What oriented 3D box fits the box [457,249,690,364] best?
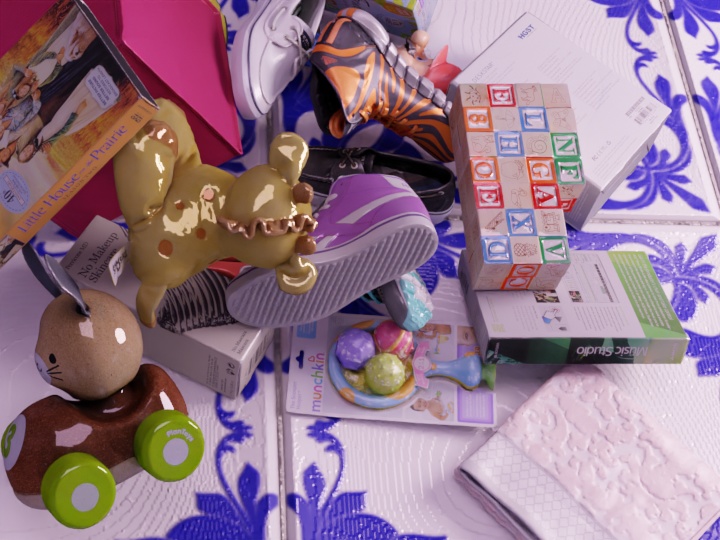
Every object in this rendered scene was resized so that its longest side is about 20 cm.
[{"bbox_3d":[0.204,0.034,1.246,0.197,0.037,0.145,0,36,-7],"label":"box"}]

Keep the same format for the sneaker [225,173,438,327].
[{"bbox_3d":[-0.035,-0.023,1.167,0.198,0.073,0.115,-20,44,-4],"label":"sneaker"}]

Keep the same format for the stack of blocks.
[{"bbox_3d":[0.157,-0.084,1.248,0.113,0.059,0.202,0,63,-8],"label":"stack of blocks"}]

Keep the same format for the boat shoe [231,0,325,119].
[{"bbox_3d":[-0.080,-0.236,1.297,0.066,0.074,0.202,-7,48,19],"label":"boat shoe"}]

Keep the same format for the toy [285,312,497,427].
[{"bbox_3d":[0.033,0.082,1.203,0.197,0.047,0.116,7,52,-5],"label":"toy"}]

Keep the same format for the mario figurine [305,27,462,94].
[{"bbox_3d":[0.021,-0.245,1.400,0.198,0.107,0.124,18,52,7],"label":"mario figurine"}]

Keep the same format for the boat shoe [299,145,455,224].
[{"bbox_3d":[0.004,-0.101,1.323,0.197,0.057,0.069,12,54,-1],"label":"boat shoe"}]

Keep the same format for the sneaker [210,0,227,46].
[{"bbox_3d":[-0.228,-0.311,1.421,0.084,0.075,0.200,-25,62,-33],"label":"sneaker"}]

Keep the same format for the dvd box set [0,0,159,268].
[{"bbox_3d":[-0.273,-0.115,1.054,0.200,0.029,0.147,-42,60,9],"label":"dvd box set"}]

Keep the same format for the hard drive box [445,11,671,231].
[{"bbox_3d":[0.208,-0.165,1.382,0.199,0.077,0.156,38,58,13],"label":"hard drive box"}]

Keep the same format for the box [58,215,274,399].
[{"bbox_3d":[-0.181,0.034,1.190,0.198,0.069,0.083,24,54,8],"label":"box"}]

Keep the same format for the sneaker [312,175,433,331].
[{"bbox_3d":[0.000,0.000,1.232,0.091,0.078,0.201,-38,45,6],"label":"sneaker"}]

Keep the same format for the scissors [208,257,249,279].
[{"bbox_3d":[-0.157,-0.005,1.256,0.197,0.014,0.074,-5,58,-14],"label":"scissors"}]

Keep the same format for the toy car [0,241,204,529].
[{"bbox_3d":[-0.235,0.077,1.037,0.156,0.202,0.164,-24,19,-24],"label":"toy car"}]

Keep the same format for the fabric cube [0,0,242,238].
[{"bbox_3d":[-0.255,-0.189,1.213,0.197,0.200,0.198,-23,54,18],"label":"fabric cube"}]

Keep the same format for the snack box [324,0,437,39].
[{"bbox_3d":[-0.016,-0.328,1.413,0.198,0.169,0.068,20,90,7],"label":"snack box"}]

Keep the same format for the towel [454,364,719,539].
[{"bbox_3d":[0.214,0.193,1.162,0.190,0.032,0.200,-36,68,-29],"label":"towel"}]

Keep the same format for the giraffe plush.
[{"bbox_3d":[-0.114,-0.053,1.076,0.160,0.174,0.201,-5,38,5],"label":"giraffe plush"}]

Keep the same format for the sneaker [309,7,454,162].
[{"bbox_3d":[0.018,-0.160,1.305,0.200,0.077,0.113,44,61,-18],"label":"sneaker"}]
